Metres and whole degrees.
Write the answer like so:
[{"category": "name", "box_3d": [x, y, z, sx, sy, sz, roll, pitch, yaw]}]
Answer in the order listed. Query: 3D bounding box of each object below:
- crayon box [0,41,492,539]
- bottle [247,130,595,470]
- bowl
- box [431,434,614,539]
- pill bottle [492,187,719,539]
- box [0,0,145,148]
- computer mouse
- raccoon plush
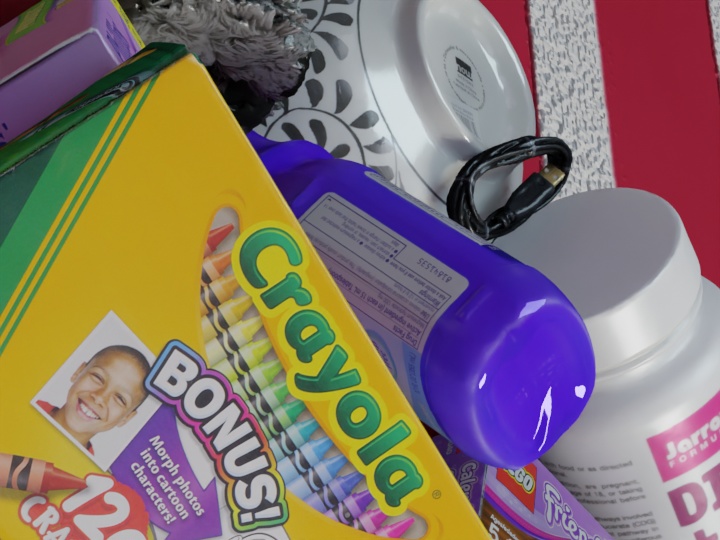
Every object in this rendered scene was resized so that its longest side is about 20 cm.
[{"category": "crayon box", "box_3d": [-0.051, 0.050, 0.714, 0.200, 0.119, 0.058, 58, -10, -14]}, {"category": "bottle", "box_3d": [0.000, 0.000, 0.961, 0.065, 0.200, 0.084, -45, 140, -14]}, {"category": "bowl", "box_3d": [0.015, -0.070, 1.107, 0.201, 0.094, 0.201, 36, 41, -39]}, {"category": "box", "box_3d": [0.091, 0.173, 1.038, 0.200, 0.039, 0.137, 46, 35, -30]}, {"category": "pill bottle", "box_3d": [0.127, 0.070, 1.118, 0.114, 0.113, 0.200, -73, 145, -49]}, {"category": "box", "box_3d": [-0.074, 0.016, 0.833, 0.200, 0.097, 0.176, 57, 2, -13]}, {"category": "computer mouse", "box_3d": [0.029, 0.012, 1.036, 0.200, 0.034, 0.059, -47, 132, -24]}, {"category": "raccoon plush", "box_3d": [-0.076, -0.144, 0.962, 0.200, 0.096, 0.134, 80, 0, -53]}]
